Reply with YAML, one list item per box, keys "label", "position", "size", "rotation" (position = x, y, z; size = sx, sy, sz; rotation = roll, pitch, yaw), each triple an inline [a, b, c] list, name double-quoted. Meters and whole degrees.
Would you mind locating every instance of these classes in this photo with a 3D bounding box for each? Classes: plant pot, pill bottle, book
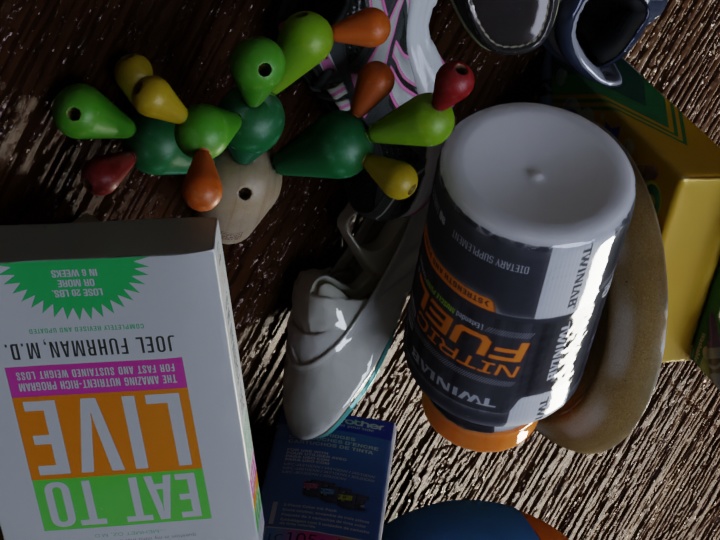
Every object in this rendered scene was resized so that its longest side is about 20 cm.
- label: "plant pot"
  position: [0.117, 0.010, 1.216]
  size: [0.027, 0.200, 0.201]
  rotation: [-3, 123, -26]
- label: "pill bottle"
  position: [0.081, 0.013, 1.123]
  size: [0.106, 0.106, 0.201]
  rotation: [-31, 149, -30]
- label: "book"
  position: [-0.123, 0.063, 1.013]
  size: [0.133, 0.048, 0.201]
  rotation: [-3, 128, 5]

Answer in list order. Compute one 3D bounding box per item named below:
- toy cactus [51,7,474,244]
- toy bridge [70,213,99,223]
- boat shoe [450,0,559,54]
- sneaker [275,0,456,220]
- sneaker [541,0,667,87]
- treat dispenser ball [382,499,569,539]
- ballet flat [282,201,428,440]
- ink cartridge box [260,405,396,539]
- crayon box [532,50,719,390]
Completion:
- label: "toy cactus"
  position: [-0.051, -0.056, 1.019]
  size: [0.199, 0.103, 0.165]
  rotation: [-10, 156, -16]
- label: "toy bridge"
  position: [-0.145, 0.058, 1.078]
  size: [0.067, 0.027, 0.201]
  rotation: [-35, 141, -25]
- label: "boat shoe"
  position: [0.068, -0.201, 1.040]
  size: [0.073, 0.065, 0.201]
  rotation: [-7, 112, 4]
- label: "sneaker"
  position: [-0.006, -0.116, 1.072]
  size: [0.086, 0.080, 0.201]
  rotation: [-19, 124, -27]
- label: "sneaker"
  position: [0.144, -0.151, 1.178]
  size: [0.199, 0.108, 0.070]
  rotation: [3, 117, -51]
- label: "treat dispenser ball"
  position: [0.071, 0.252, 1.348]
  size: [0.200, 0.201, 0.202]
  rotation: [-31, 139, -31]
- label: "ballet flat"
  position: [0.000, 0.000, 1.183]
  size: [0.201, 0.069, 0.069]
  rotation: [-57, 146, -5]
- label: "ink cartridge box"
  position: [-0.028, 0.172, 1.193]
  size: [0.200, 0.076, 0.137]
  rotation: [-75, 175, -64]
- label: "crayon box"
  position: [0.159, -0.034, 1.212]
  size: [0.051, 0.200, 0.126]
  rotation: [-2, 122, -26]
